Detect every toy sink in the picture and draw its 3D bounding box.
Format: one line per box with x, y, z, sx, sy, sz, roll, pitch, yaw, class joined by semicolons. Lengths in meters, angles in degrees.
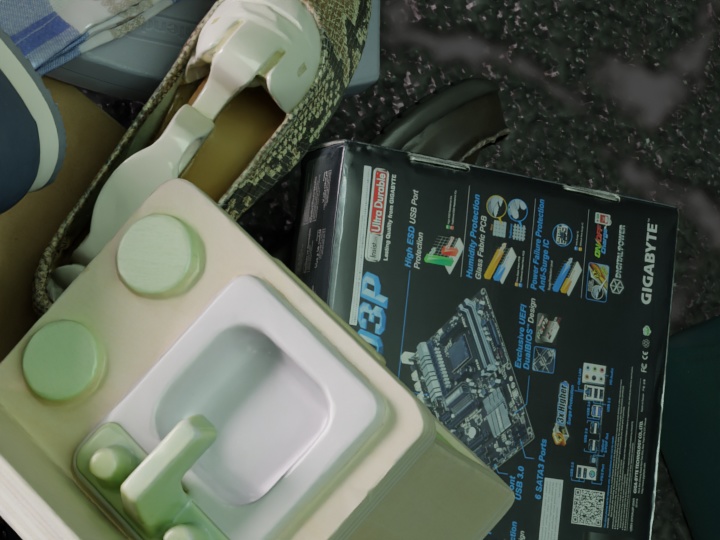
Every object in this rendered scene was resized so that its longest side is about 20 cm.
-0.043;0.057;0.808;0.130;0.200;0.112;42;92;22;toy sink

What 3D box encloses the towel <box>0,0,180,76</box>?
-0.107;-0.173;0.962;0.200;0.024;0.147;-34;95;-33;towel

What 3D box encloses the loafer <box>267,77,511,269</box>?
0.000;0.000;1.013;0.071;0.073;0.200;44;76;-2;loafer

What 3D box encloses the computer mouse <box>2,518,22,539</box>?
-0.060;0.124;0.962;0.200;0.053;0.139;30;74;-18;computer mouse

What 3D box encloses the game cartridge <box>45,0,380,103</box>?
-0.083;-0.137;1.000;0.200;0.041;0.133;10;69;-29;game cartridge

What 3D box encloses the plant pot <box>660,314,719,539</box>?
0.251;0.070;1.059;0.141;0.200;0.142;-21;92;-27;plant pot

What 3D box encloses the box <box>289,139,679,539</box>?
0.044;0.058;0.961;0.159;0.046;0.200;9;81;-24;box

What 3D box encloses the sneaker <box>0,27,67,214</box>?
-0.200;-0.096;0.886;0.200;0.070;0.082;44;38;5;sneaker

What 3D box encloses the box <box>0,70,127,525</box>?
-0.171;-0.020;0.960;0.200;0.021;0.164;40;67;-16;box

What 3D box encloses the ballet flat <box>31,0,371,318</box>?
-0.062;-0.053;0.936;0.068;0.075;0.200;35;85;10;ballet flat
